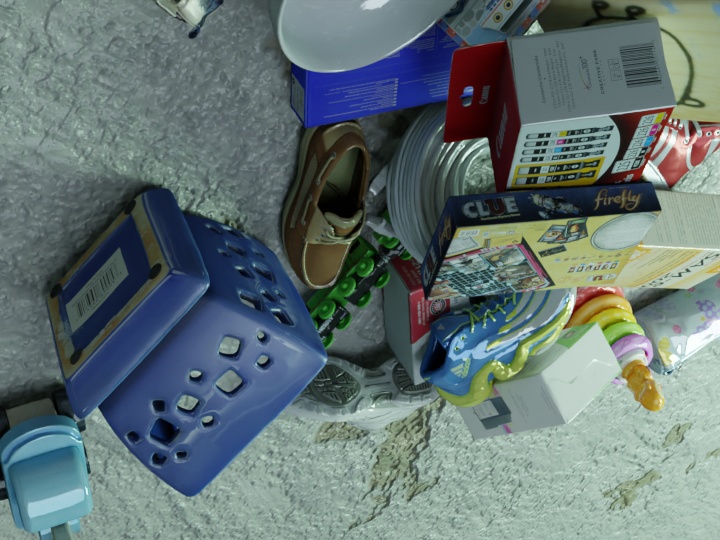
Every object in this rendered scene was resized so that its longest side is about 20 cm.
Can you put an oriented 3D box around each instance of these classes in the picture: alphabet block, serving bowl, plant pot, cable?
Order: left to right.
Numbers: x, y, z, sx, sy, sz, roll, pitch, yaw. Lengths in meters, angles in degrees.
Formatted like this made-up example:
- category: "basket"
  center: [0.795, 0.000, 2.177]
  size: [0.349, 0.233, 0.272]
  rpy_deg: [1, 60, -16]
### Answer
- category: "plant pot"
  center: [-0.176, 0.055, 1.161]
  size: [0.200, 0.201, 0.179]
  rpy_deg: [-45, 128, 10]
- category: "serving bowl"
  center: [0.006, -0.255, 1.016]
  size: [0.198, 0.066, 0.201]
  rpy_deg: [-26, 157, -12]
- category: "cable"
  center: [0.122, -0.085, 1.256]
  size: [0.199, 0.069, 0.202]
  rpy_deg: [34, 82, -26]
- category: "alphabet block"
  center: [0.294, -0.265, 1.112]
  size: [0.195, 0.198, 0.198]
  rpy_deg: [45, 65, -46]

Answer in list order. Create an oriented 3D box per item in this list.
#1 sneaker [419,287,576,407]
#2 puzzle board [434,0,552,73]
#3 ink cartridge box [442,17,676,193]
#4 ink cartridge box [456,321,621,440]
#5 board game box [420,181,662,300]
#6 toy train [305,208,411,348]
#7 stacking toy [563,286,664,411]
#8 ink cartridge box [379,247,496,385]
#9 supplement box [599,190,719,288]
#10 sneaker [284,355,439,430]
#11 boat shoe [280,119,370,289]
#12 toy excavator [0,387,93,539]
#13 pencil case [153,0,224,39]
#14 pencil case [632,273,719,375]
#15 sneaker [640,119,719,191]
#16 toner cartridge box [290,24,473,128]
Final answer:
- category: "sneaker"
  center: [0.139, 0.064, 1.313]
  size: [0.104, 0.076, 0.201]
  rpy_deg: [22, 114, -40]
- category: "puzzle board"
  center: [0.127, -0.296, 1.076]
  size: [0.201, 0.151, 0.017]
  rpy_deg: [-50, 154, 16]
- category: "ink cartridge box"
  center: [0.166, -0.127, 1.095]
  size: [0.173, 0.085, 0.200]
  rpy_deg: [-7, 162, 0]
- category: "ink cartridge box"
  center: [0.185, 0.131, 1.418]
  size: [0.117, 0.199, 0.068]
  rpy_deg: [-35, 99, -36]
- category: "board game box"
  center: [0.165, -0.026, 1.164]
  size: [0.197, 0.035, 0.136]
  rpy_deg: [-5, 151, -14]
- category: "toy train"
  center: [0.000, 0.000, 1.310]
  size: [0.200, 0.057, 0.042]
  rpy_deg: [-47, 133, 9]
- category: "stacking toy"
  center: [0.299, 0.091, 1.460]
  size: [0.109, 0.201, 0.117]
  rpy_deg: [-31, 135, -3]
- category: "ink cartridge box"
  center: [0.129, 0.020, 1.384]
  size: [0.198, 0.083, 0.147]
  rpy_deg: [-20, 133, -15]
- category: "supplement box"
  center: [0.343, -0.034, 1.436]
  size: [0.198, 0.075, 0.126]
  rpy_deg: [1, 158, -31]
- category: "sneaker"
  center: [-0.009, 0.152, 1.422]
  size: [0.197, 0.079, 0.100]
  rpy_deg: [1, 145, -20]
- category: "boat shoe"
  center: [-0.032, -0.061, 1.229]
  size: [0.075, 0.074, 0.202]
  rpy_deg: [-11, 130, -22]
- category: "toy excavator"
  center: [-0.303, 0.249, 1.237]
  size: [0.099, 0.201, 0.196]
  rpy_deg: [-13, 132, -19]
- category: "pencil case"
  center: [-0.092, -0.282, 1.000]
  size: [0.200, 0.090, 0.078]
  rpy_deg: [-42, 128, 7]
- category: "pencil case"
  center: [0.444, 0.056, 1.596]
  size: [0.198, 0.091, 0.084]
  rpy_deg: [-28, 135, -9]
- category: "sneaker"
  center: [0.331, -0.166, 1.358]
  size: [0.112, 0.072, 0.200]
  rpy_deg: [-37, 143, 7]
- category: "toner cartridge box"
  center: [0.032, -0.202, 1.172]
  size: [0.198, 0.043, 0.096]
  rpy_deg: [-13, 132, -21]
